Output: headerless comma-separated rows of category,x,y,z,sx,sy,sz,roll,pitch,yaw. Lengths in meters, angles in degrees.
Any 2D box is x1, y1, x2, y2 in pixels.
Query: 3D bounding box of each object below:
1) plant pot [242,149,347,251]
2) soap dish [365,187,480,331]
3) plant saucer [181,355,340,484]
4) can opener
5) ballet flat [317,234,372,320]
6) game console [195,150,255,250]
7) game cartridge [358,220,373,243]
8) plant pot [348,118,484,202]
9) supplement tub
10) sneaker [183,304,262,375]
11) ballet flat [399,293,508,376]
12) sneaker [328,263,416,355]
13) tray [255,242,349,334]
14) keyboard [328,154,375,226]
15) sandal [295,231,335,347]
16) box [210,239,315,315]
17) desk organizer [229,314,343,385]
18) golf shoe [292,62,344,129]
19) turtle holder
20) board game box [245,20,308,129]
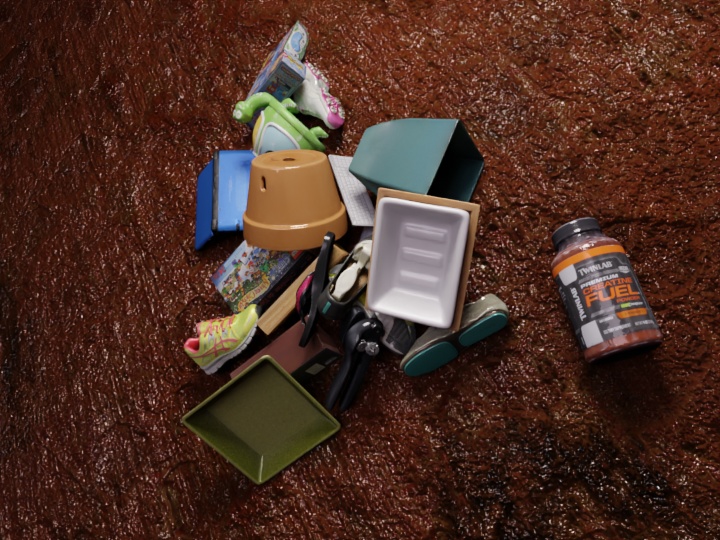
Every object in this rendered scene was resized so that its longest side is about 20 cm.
plant pot,-0.124,-0.139,0.952,0.199,0.200,0.141,14,120,29
soap dish,0.095,-0.020,0.805,0.156,0.081,0.202,12,109,17
plant saucer,-0.169,0.254,0.903,0.199,0.200,0.048,-37,22,10
can opener,-0.011,0.160,0.872,0.079,0.063,0.202,-117,38,-60
ballet flat,0.000,0.000,0.862,0.068,0.069,0.201,31,58,5
game console,-0.296,-0.157,1.171,0.169,0.118,0.202,-2,70,-8
game cartridge,0.077,-0.012,0.932,0.199,0.041,0.134,13,83,29
plant pot,0.089,-0.182,0.927,0.199,0.141,0.142,19,82,36
supplement tub,0.344,0.027,0.746,0.106,0.107,0.202,-21,65,18
sneaker,-0.269,0.123,0.994,0.200,0.090,0.078,-40,21,22
ballet flat,0.150,0.105,0.850,0.199,0.068,0.063,-30,39,9
sneaker,0.019,0.074,0.916,0.074,0.085,0.200,-37,77,-28
tray,-0.104,0.032,0.967,0.037,0.099,0.200,43,96,1
keyboard,-0.014,-0.157,0.998,0.056,0.011,0.201,-3,51,-20
sandal,-0.084,0.030,0.881,0.045,0.075,0.202,12,88,1
box,-0.204,-0.007,1.064,0.200,0.038,0.137,-47,60,5
desk organizer,-0.140,0.176,0.954,0.199,0.072,0.077,-37,59,11
golf shoe,-0.097,-0.360,1.117,0.091,0.075,0.201,-38,53,19
turtle holder,-0.165,-0.277,1.054,0.132,0.185,0.141,-48,35,6
board game box,-0.171,-0.430,1.122,0.199,0.061,0.201,-13,52,55
